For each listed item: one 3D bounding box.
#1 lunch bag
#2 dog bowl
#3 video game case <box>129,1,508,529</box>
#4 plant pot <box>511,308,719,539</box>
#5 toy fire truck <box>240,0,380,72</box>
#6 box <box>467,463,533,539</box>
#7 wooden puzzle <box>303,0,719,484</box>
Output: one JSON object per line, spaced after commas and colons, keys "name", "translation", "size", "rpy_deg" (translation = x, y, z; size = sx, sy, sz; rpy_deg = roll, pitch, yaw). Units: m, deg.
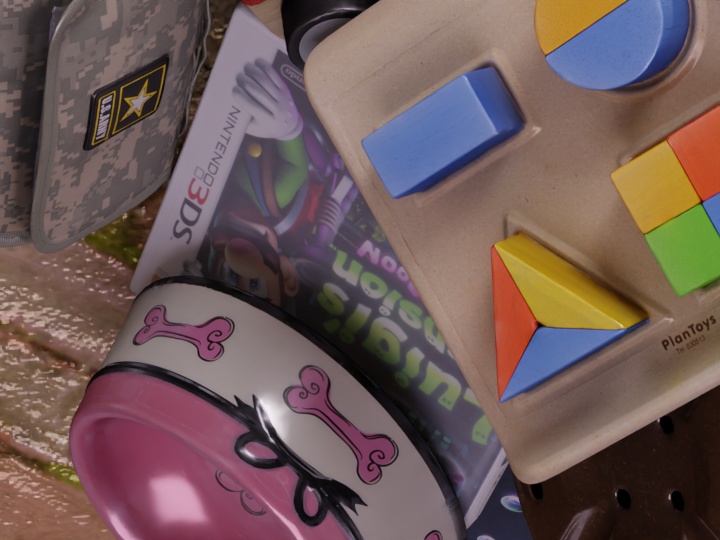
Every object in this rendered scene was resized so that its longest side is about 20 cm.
{"name": "lunch bag", "translation": [-0.160, -0.095, 1.135], "size": [0.200, 0.118, 0.164], "rpy_deg": [-2, 139, -15]}
{"name": "dog bowl", "translation": [-0.051, 0.101, 1.226], "size": [0.200, 0.074, 0.200], "rpy_deg": [31, 150, 20]}
{"name": "video game case", "translation": [0.000, 0.000, 1.181], "size": [0.200, 0.023, 0.182], "rpy_deg": [36, 132, 13]}
{"name": "plant pot", "translation": [0.181, 0.061, 1.110], "size": [0.198, 0.200, 0.200], "rpy_deg": [-12, 147, -37]}
{"name": "toy fire truck", "translation": [-0.002, -0.199, 1.041], "size": [0.176, 0.129, 0.200], "rpy_deg": [-22, 142, 21]}
{"name": "box", "translation": [0.098, 0.089, 1.292], "size": [0.148, 0.107, 0.200], "rpy_deg": [35, 141, -22]}
{"name": "wooden puzzle", "translation": [0.081, -0.042, 1.000], "size": [0.185, 0.200, 0.046], "rpy_deg": [-32, 169, 29]}
